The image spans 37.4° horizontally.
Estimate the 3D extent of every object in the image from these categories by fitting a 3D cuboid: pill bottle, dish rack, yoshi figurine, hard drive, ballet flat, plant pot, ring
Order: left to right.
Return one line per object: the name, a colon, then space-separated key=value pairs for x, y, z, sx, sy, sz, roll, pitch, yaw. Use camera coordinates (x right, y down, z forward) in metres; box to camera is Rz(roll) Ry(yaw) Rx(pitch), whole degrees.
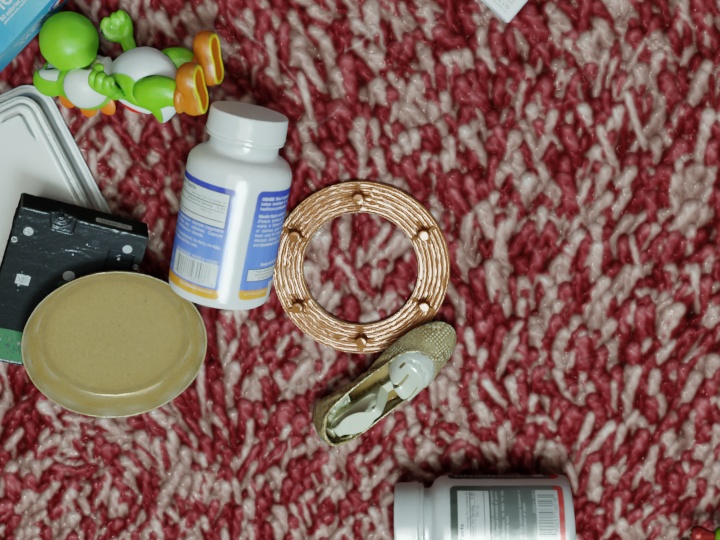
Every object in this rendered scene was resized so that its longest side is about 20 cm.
dish rack: x=-0.381 y=-0.084 z=1.164 sx=0.171 sy=0.044 sz=0.201 roll=-22 pitch=104 yaw=10
hard drive: x=-0.326 y=0.021 z=1.161 sx=0.139 sy=0.038 sz=0.201 roll=13 pitch=118 yaw=-22
plant pot: x=-0.270 y=0.078 z=1.176 sx=0.198 sy=0.028 sz=0.201 roll=-7 pitch=125 yaw=-10
yoshi figurine: x=-0.248 y=-0.216 z=1.083 sx=0.198 sy=0.112 sz=0.113 roll=3 pitch=88 yaw=14
pill bottle: x=-0.133 y=-0.070 z=1.117 sx=0.111 sy=0.112 sz=0.201 roll=13 pitch=107 yaw=-1
ring: x=0.000 y=0.000 z=1.180 sx=0.199 sy=0.019 sz=0.202 roll=1 pitch=108 yaw=4
ballet flat: x=0.031 y=0.135 z=1.194 sx=0.200 sy=0.065 sz=0.070 roll=-41 pitch=112 yaw=15
pill bottle: x=0.139 y=0.291 z=1.213 sx=0.198 sy=0.114 sz=0.115 roll=-1 pitch=107 yaw=4

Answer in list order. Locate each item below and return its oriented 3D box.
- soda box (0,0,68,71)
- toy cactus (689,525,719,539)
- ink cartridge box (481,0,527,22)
soda box: x=-0.353 y=-0.275 z=1.088 sx=0.200 sy=0.068 sz=0.064 roll=-41 pitch=100 yaw=14
toy cactus: x=0.453 y=0.384 z=1.244 sx=0.164 sy=0.102 sz=0.202 roll=-7 pitch=99 yaw=-5
ink cartridge box: x=0.167 y=-0.360 z=1.046 sx=0.119 sy=0.042 sz=0.200 roll=39 pitch=108 yaw=-9
